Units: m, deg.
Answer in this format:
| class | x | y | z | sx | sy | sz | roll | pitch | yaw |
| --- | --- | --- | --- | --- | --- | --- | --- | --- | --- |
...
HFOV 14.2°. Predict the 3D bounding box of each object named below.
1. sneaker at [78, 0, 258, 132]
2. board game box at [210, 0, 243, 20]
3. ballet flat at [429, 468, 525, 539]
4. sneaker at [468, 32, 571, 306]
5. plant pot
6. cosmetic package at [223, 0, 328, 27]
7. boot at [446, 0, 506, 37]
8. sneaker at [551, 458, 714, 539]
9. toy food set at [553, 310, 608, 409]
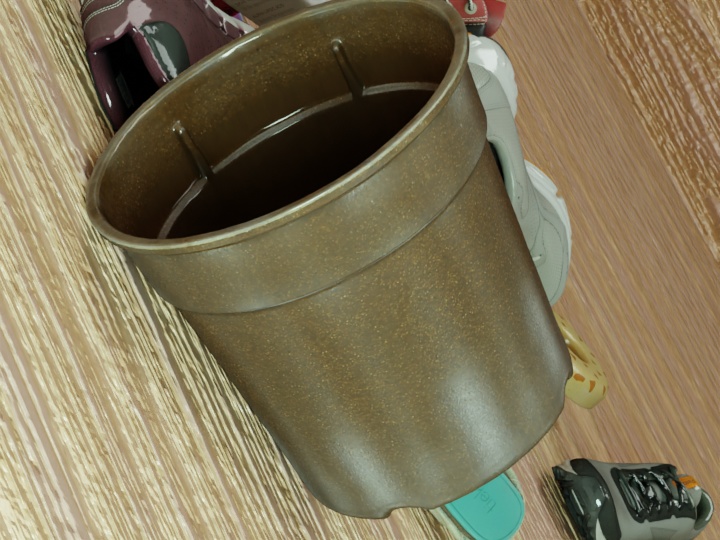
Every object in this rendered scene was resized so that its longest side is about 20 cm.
| class | x | y | z | sx | sy | sz | roll | pitch | yaw |
| --- | --- | --- | --- | --- | --- | --- | --- | --- | --- |
| sneaker | -0.094 | -0.090 | 1.535 | 0.200 | 0.076 | 0.116 | 42 | 33 | -44 |
| board game box | -0.093 | -0.193 | 1.800 | 0.158 | 0.039 | 0.200 | 47 | 17 | -45 |
| ballet flat | 0.022 | 0.080 | 1.622 | 0.200 | 0.067 | 0.062 | 58 | -16 | -24 |
| sneaker | 0.072 | -0.036 | 1.669 | 0.092 | 0.076 | 0.200 | -86 | 158 | -47 |
| plant pot | 0.000 | 0.000 | 1.412 | 0.200 | 0.200 | 0.198 | -99 | 162 | -59 |
| cosmetic package | -0.062 | -0.214 | 1.679 | 0.200 | 0.102 | 0.074 | 35 | -21 | -19 |
| boot | 0.010 | -0.187 | 1.786 | 0.072 | 0.144 | 0.200 | -90 | 165 | -64 |
| sneaker | 0.192 | 0.160 | 2.022 | 0.074 | 0.079 | 0.200 | 66 | 15 | 19 |
| toy food set | 0.105 | 0.005 | 2.104 | 0.198 | 0.049 | 0.200 | 43 | 21 | -52 |
